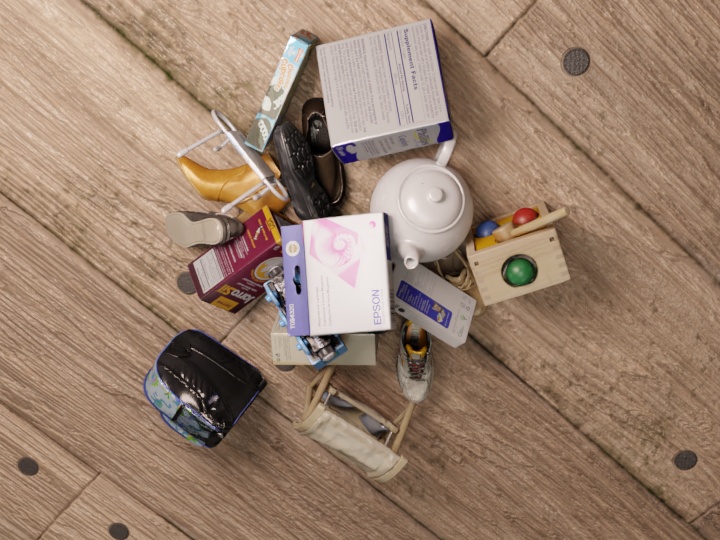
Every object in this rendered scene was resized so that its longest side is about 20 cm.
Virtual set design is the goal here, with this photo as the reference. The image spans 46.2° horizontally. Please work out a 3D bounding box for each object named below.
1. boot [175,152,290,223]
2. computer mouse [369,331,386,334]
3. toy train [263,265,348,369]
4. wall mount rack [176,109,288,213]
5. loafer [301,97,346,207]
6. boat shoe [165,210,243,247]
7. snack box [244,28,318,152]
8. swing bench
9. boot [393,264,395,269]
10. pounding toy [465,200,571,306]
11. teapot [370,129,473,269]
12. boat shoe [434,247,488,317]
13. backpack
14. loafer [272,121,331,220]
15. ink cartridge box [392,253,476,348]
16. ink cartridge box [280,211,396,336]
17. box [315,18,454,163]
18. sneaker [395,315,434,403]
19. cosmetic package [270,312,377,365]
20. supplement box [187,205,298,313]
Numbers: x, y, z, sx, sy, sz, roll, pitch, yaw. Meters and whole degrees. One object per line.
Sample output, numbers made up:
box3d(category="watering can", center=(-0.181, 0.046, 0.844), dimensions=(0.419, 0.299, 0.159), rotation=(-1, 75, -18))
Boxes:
box3d(category="boot", center=(-0.224, -0.173, 1.545), dimensions=(0.144, 0.071, 0.201), rotation=(-39, 107, 11))
box3d(category="computer mouse", center=(0.002, 0.020, 1.516), dimensions=(0.200, 0.046, 0.140), rotation=(45, 139, -7))
box3d(category="toy train", center=(-0.102, 0.082, 1.524), dimensions=(0.087, 0.114, 0.200), rotation=(-33, 72, -4))
box3d(category="wall mount rack", center=(-0.216, -0.174, 1.427), dimensions=(0.075, 0.174, 0.200), rotation=(-39, 91, 15))
box3d(category="loafer", center=(-0.074, -0.204, 1.511), dimensions=(0.073, 0.071, 0.201), rotation=(-9, 111, 8))
box3d(category="boat shoe", center=(-0.289, -0.076, 1.553), dimensions=(0.200, 0.057, 0.067), rotation=(8, 104, 48))
box3d(category="snack box", center=(-0.135, -0.310, 1.449), dimensions=(0.037, 0.116, 0.200), rotation=(26, 111, -5))
box3d(category="swing bench", center=(-0.013, 0.291, 1.629), dimensions=(0.199, 0.200, 0.130), rotation=(35, 120, -9))
box3d(category="boot", center=(0.000, 0.000, 1.587), dimensions=(0.199, 0.073, 0.151), rotation=(23, 111, -4))
box3d(category="pounding toy", center=(0.280, -0.047, 1.477), dimensions=(0.183, 0.200, 0.143), rotation=(-19, 109, 11))
box3d(category="teapot", center=(0.115, -0.117, 1.458), dimensions=(0.197, 0.146, 0.201), rotation=(-24, 82, -14))
box3d(category="boat shoe", center=(0.180, 0.013, 1.582), dimensions=(0.071, 0.065, 0.200), rotation=(-28, 108, 15))
box3d(category="backpack", center=(-0.318, 0.233, 1.651), dimensions=(0.200, 0.183, 0.147), rotation=(39, 131, -1))
box3d(category="loafer", center=(-0.115, -0.166, 1.483), dimensions=(0.070, 0.068, 0.201), rotation=(4, 129, 34))
box3d(category="ink cartridge box", center=(0.114, 0.048, 1.524), dimensions=(0.200, 0.100, 0.039), rotation=(34, 143, -15))
box3d(category="ink cartridge box", center=(-0.044, 0.009, 1.420), dimensions=(0.199, 0.043, 0.197), rotation=(-6, 85, 16))
box3d(category="box", center=(0.043, -0.294, 1.405), dimensions=(0.199, 0.105, 0.185), rotation=(-11, 78, 10))
box3d(category="sneaker", center=(0.102, 0.165, 1.631), dimensions=(0.078, 0.082, 0.201), rotation=(-2, 105, 6))
box3d(category="cosmetic package", center=(-0.066, 0.129, 1.629), dimensions=(0.199, 0.104, 0.073), rotation=(1, 114, 5))
box3d(category="supplement box", center=(-0.205, -0.017, 1.564), dimensions=(0.200, 0.086, 0.110), rotation=(-35, 149, 17))
